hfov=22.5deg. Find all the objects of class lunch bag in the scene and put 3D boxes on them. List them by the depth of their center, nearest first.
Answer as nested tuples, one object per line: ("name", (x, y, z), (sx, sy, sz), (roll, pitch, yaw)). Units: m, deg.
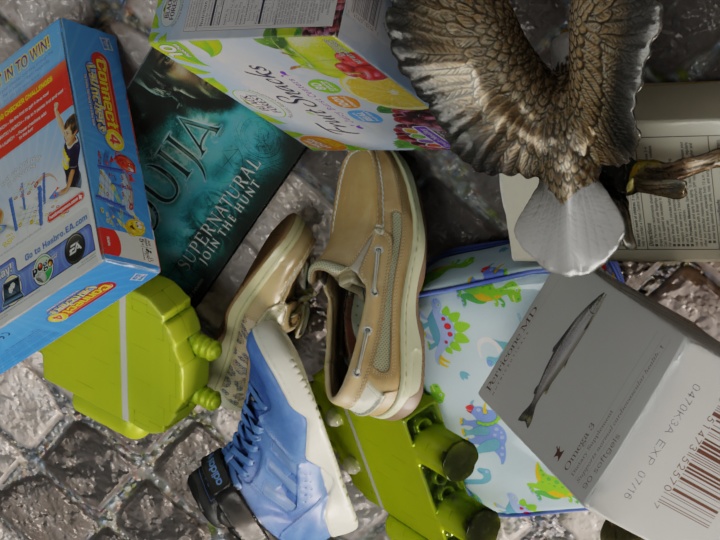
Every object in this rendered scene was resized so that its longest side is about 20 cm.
("lunch bag", (0.129, 0.076, 1.285), (0.160, 0.082, 0.200), (-12, 112, 31))

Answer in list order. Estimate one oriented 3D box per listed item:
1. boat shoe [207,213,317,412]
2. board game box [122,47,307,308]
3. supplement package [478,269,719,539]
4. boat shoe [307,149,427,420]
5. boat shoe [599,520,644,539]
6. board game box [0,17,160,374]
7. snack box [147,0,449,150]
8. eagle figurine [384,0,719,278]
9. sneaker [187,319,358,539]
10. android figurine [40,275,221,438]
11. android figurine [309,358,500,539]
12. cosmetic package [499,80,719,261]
("boat shoe", (-0.067, 0.036, 1.365), (0.063, 0.073, 0.200), (28, 136, 0))
("board game box", (-0.134, -0.073, 1.354), (0.135, 0.028, 0.200), (37, 126, 0))
("supplement package", (0.175, 0.085, 1.120), (0.117, 0.200, 0.117), (28, 96, -20))
("boat shoe", (0.000, 0.000, 1.240), (0.076, 0.201, 0.072), (12, 152, -35))
("boat shoe", (0.272, 0.194, 1.298), (0.200, 0.072, 0.068), (-12, 117, 36))
("board game box", (-0.246, -0.050, 1.333), (0.200, 0.056, 0.196), (-30, 62, 34))
("snack box", (-0.020, -0.132, 1.167), (0.142, 0.200, 0.053), (4, 75, 33))
("eagle figurine", (0.118, -0.114, 1.074), (0.152, 0.151, 0.200), (-37, 129, -6))
("sneaker", (-0.078, 0.132, 1.331), (0.111, 0.077, 0.200), (-19, 129, -3))
("android figurine", (-0.187, 0.047, 1.383), (0.200, 0.041, 0.182), (20, 125, 29))
("android figurine", (0.023, 0.133, 1.338), (0.200, 0.041, 0.182), (25, 141, 51))
("cosmetic package", (0.195, -0.064, 1.181), (0.199, 0.071, 0.105), (2, 118, 23))
